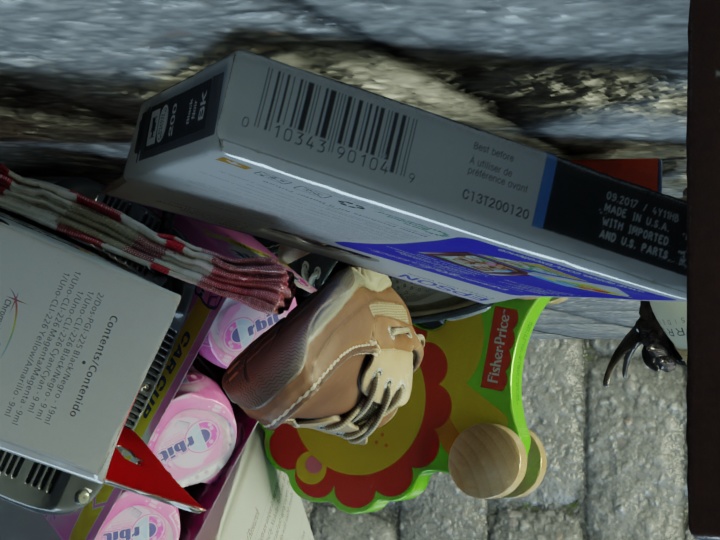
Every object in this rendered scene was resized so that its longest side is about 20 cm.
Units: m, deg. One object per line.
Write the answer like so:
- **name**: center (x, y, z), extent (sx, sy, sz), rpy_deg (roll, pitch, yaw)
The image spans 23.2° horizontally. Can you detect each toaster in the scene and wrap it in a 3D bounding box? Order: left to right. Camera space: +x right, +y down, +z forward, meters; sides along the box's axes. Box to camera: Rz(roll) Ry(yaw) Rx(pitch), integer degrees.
- **toaster**: center (-0.176, 0.026, 0.939), extent (0.114, 0.201, 0.129), rpy_deg (31, 167, -35)

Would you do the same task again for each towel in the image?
- **towel**: center (-0.123, -0.025, 0.786), extent (0.199, 0.023, 0.144), rpy_deg (21, 178, -1)

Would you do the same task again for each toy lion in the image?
- **toy lion**: center (0.028, 0.058, 1.111), extent (0.191, 0.201, 0.069), rpy_deg (11, 179, 21)

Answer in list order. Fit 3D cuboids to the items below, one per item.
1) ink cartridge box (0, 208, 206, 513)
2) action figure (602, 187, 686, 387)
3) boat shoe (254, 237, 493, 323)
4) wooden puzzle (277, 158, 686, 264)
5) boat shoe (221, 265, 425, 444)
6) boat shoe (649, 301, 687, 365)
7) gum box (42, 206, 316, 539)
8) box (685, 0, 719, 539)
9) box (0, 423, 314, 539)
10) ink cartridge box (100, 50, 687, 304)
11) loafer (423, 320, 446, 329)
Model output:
- **ink cartridge box**: center (-0.148, 0.022, 0.760), extent (0.175, 0.084, 0.200), rpy_deg (23, 179, -18)
- **action figure**: center (0.217, 0.000, 0.951), extent (0.200, 0.102, 0.119), rpy_deg (-19, 169, 26)
- **boat shoe**: center (0.000, 0.000, 1.055), extent (0.199, 0.076, 0.060), rpy_deg (-12, -150, 28)
- **wooden puzzle**: center (0.067, -0.034, 0.901), extent (0.199, 0.046, 0.185), rpy_deg (-2, 176, -12)
- **boat shoe**: center (-0.006, 0.044, 0.840), extent (0.076, 0.072, 0.200), rpy_deg (-39, 179, 17)
- **boat shoe**: center (0.190, -0.006, 0.774), extent (0.200, 0.067, 0.074), rpy_deg (-23, -174, -41)
- **gum box**: center (-0.116, 0.069, 0.995), extent (0.066, 0.200, 0.113), rpy_deg (23, -170, -40)
- **box**: center (0.207, 0.002, 0.552), extent (0.164, 0.167, 0.200), rpy_deg (-1, 175, 26)
- **box**: center (-0.147, 0.196, 1.128), extent (0.198, 0.131, 0.200), rpy_deg (-13, -160, 12)
- **ink cartridge box**: center (0.009, -0.029, 0.715), extent (0.198, 0.044, 0.200), rpy_deg (16, 172, -19)
- **loafer**: center (0.045, 0.007, 1.214), extent (0.200, 0.071, 0.073), rpy_deg (17, 155, 40)
